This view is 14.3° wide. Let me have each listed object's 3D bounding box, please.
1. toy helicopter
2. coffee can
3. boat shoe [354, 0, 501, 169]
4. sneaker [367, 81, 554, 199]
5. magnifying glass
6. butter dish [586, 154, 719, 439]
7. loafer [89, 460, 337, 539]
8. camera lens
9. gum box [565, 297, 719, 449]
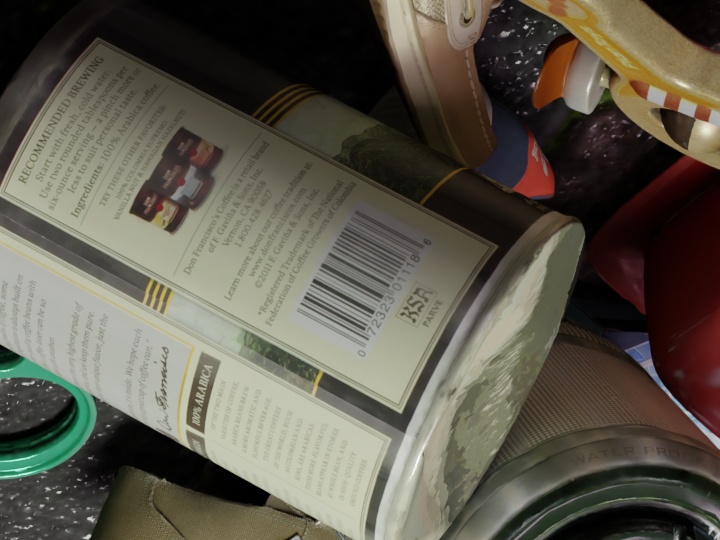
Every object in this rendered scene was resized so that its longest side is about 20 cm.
[{"bbox_3d":[0.110,-0.083,1.107,0.200,0.132,0.079,33,80,-49],"label":"toy helicopter"},{"bbox_3d":[-0.037,0.002,1.079,0.200,0.146,0.147,28,142,14],"label":"coffee can"},{"bbox_3d":[0.029,-0.117,1.076,0.064,0.071,0.200,-22,133,-3],"label":"boat shoe"},{"bbox_3d":[0.000,0.000,1.225,0.200,0.075,0.084,-37,133,27],"label":"sneaker"},{"bbox_3d":[-0.158,0.030,1.257,0.079,0.022,0.200,-8,141,-8],"label":"magnifying glass"},{"bbox_3d":[0.213,0.033,1.218,0.199,0.148,0.200,35,134,-15],"label":"butter dish"},{"bbox_3d":[-0.040,0.123,1.366,0.200,0.068,0.076,0,-174,-40],"label":"loafer"},{"bbox_3d":[0.079,0.114,1.210,0.159,0.200,0.161,-6,111,-15],"label":"camera lens"},{"bbox_3d":[0.160,0.118,1.377,0.169,0.045,0.201,4,109,-22],"label":"gum box"}]
